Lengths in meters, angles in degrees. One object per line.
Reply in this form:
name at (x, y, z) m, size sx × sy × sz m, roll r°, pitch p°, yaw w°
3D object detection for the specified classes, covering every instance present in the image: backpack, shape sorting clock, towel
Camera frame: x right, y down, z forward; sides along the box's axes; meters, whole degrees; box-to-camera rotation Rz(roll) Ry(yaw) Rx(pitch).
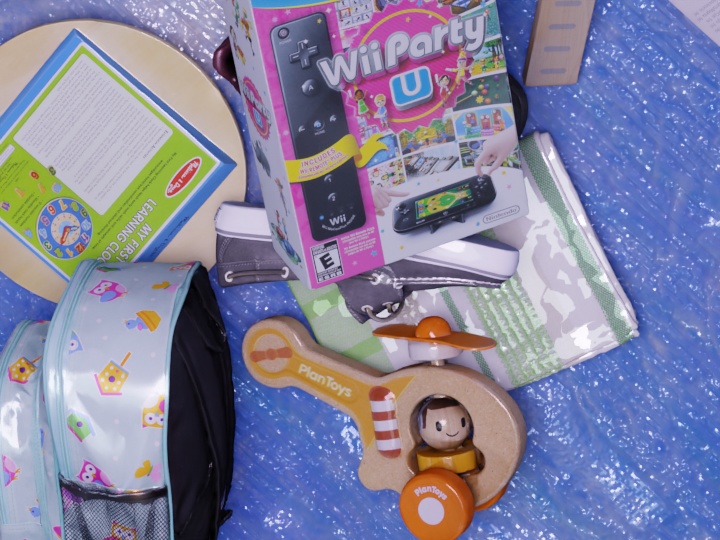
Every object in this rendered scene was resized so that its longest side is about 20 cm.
backpack at (-0.154, 0.092, 1.492) m, size 0.153 × 0.176 × 0.201 m, roll 9°, pitch 118°, yaw 5°
shape sorting clock at (-0.172, -0.067, 1.534) m, size 0.199 × 0.039 × 0.201 m, roll 3°, pitch 110°, yaw 9°
towel at (0.064, 0.013, 1.528) m, size 0.200 × 0.031 × 0.150 m, roll -25°, pitch 97°, yaw 16°

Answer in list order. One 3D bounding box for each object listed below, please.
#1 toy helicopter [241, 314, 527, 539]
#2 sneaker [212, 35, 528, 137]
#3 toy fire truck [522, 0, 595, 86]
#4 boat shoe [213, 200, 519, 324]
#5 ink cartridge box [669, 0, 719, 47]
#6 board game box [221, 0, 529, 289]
toy helicopter at (0.015, 0.075, 1.502) m, size 0.200 × 0.079 × 0.133 m, roll 25°, pitch 114°, yaw 18°
sneaker at (-0.001, -0.106, 1.452) m, size 0.199 × 0.116 × 0.076 m, roll 13°, pitch 104°, yaw 10°
toy fire truck at (0.079, -0.212, 1.430) m, size 0.175 × 0.129 × 0.201 m, roll -2°, pitch 94°, yaw 10°
boat shoe at (0.000, 0.000, 1.482) m, size 0.199 × 0.070 × 0.066 m, roll 8°, pitch 95°, yaw 13°
ink cartridge box at (0.263, -0.222, 1.359) m, size 0.176 × 0.084 × 0.200 m, roll 41°, pitch 74°, yaw -4°
board game box at (0.008, -0.106, 1.380) m, size 0.147 × 0.064 × 0.200 m, roll -20°, pitch 121°, yaw -13°
